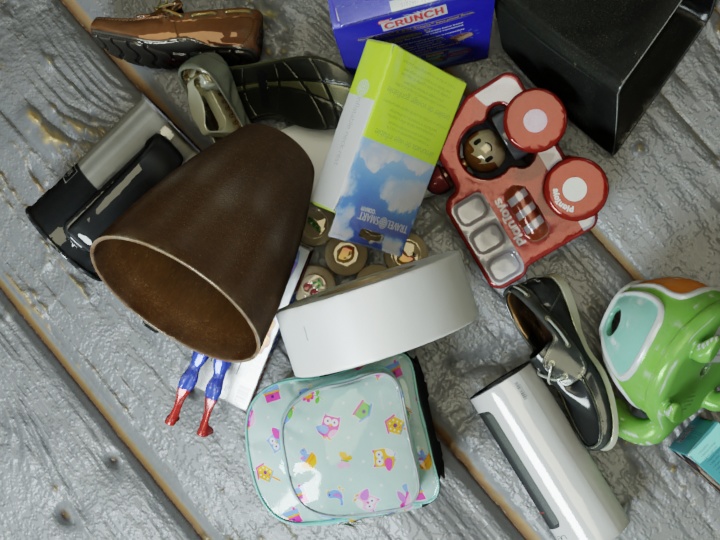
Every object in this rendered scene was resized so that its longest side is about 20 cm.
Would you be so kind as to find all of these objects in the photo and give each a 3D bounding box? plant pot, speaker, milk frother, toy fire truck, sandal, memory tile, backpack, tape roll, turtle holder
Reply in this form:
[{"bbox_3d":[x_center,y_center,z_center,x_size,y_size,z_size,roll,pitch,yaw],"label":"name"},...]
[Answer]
[{"bbox_3d":[0.254,-0.275,0.998,0.177,0.199,0.201,34,88,18],"label":"plant pot"},{"bbox_3d":[0.204,0.203,1.004,0.081,0.081,0.201,-32,84,1],"label":"speaker"},{"bbox_3d":[-0.233,-0.056,1.052,0.188,0.181,0.200,-44,126,0],"label":"milk frother"},{"bbox_3d":[0.163,-0.101,1.015,0.167,0.112,0.201,-32,93,10],"label":"toy fire truck"},{"bbox_3d":[-0.085,-0.208,1.069,0.200,0.057,0.080,8,109,25],"label":"sandal"},{"bbox_3d":[-0.133,-0.045,0.930,0.186,0.187,0.201,26,61,7],"label":"plant pot"},{"bbox_3d":[0.000,0.000,1.055,0.153,0.017,0.200,-45,90,3],"label":"memory tile"},{"bbox_3d":[-0.024,0.183,0.993,0.199,0.153,0.177,-13,89,10],"label":"backpack"},{"bbox_3d":[0.016,0.043,0.949,0.201,0.202,0.071,-18,93,3],"label":"tape roll"},{"bbox_3d":[0.323,0.092,0.988,0.140,0.186,0.132,-25,44,-27],"label":"turtle holder"}]

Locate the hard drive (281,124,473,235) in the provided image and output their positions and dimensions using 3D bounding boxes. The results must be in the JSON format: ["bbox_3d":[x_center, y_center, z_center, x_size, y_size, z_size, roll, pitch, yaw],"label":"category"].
[{"bbox_3d":[0.014,-0.131,1.078,0.199,0.026,0.133,-20,84,3],"label":"hard drive"}]

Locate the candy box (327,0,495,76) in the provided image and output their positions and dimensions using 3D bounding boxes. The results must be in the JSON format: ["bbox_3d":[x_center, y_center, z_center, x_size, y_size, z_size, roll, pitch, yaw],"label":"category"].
[{"bbox_3d":[0.055,-0.275,1.000,0.168,0.200,0.078,-12,84,3],"label":"candy box"}]

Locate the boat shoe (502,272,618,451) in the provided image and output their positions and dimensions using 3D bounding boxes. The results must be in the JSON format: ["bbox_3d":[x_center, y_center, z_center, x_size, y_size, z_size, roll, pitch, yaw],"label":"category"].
[{"bbox_3d":[0.212,0.101,1.001,0.067,0.072,0.201,-9,68,-27],"label":"boat shoe"}]

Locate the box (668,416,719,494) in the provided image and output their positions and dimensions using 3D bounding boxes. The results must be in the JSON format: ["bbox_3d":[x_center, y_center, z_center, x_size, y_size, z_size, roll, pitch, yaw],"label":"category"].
[{"bbox_3d":[0.425,0.241,0.981,0.200,0.082,0.049,43,90,7],"label":"box"}]

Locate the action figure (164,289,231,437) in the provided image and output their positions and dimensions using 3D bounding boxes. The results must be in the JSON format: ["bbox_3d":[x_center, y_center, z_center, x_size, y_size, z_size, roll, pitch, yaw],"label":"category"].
[{"bbox_3d":[-0.157,0.077,1.023,0.065,0.052,0.201,20,96,5],"label":"action figure"}]

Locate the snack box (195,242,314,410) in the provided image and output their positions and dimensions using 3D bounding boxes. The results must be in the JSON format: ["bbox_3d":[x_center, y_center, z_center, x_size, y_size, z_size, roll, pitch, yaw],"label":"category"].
[{"bbox_3d":[-0.122,0.053,1.050,0.072,0.024,0.201,24,101,8],"label":"snack box"}]

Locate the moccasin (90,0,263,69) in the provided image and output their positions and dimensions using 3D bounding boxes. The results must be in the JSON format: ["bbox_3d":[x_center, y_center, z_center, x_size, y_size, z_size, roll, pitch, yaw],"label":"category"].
[{"bbox_3d":[-0.213,-0.283,1.089,0.200,0.074,0.078,0,75,8],"label":"moccasin"}]

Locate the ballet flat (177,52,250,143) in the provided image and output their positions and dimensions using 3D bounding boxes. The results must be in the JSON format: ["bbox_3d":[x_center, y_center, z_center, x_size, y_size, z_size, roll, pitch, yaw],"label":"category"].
[{"bbox_3d":[-0.148,-0.147,1.054,0.067,0.064,0.201,-19,100,41],"label":"ballet flat"}]

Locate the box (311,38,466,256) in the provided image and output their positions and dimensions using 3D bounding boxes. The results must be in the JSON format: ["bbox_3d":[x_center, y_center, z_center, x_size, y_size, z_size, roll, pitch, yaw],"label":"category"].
[{"bbox_3d":[0.027,-0.125,0.980,0.048,0.122,0.201,26,99,44],"label":"box"}]
